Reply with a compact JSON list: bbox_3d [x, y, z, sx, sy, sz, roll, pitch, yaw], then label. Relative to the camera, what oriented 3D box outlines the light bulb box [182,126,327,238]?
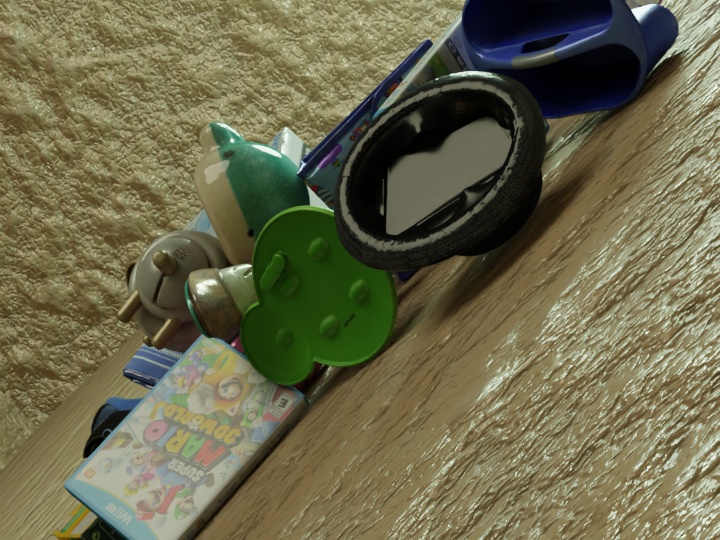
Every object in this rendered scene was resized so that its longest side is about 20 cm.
[{"bbox_3d":[-0.113,-0.024,1.975,0.200,0.125,0.199,-43,18,21],"label":"light bulb box"}]

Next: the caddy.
[{"bbox_3d":[0.177,-0.208,1.525,0.199,0.142,0.105,-6,32,50],"label":"caddy"}]

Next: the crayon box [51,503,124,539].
[{"bbox_3d":[-0.254,0.252,1.850,0.126,0.052,0.200,-47,8,-18],"label":"crayon box"}]

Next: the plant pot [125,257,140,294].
[{"bbox_3d":[-0.171,0.019,2.258,0.199,0.187,0.186,-34,2,-24],"label":"plant pot"}]

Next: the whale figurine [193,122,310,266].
[{"bbox_3d":[-0.109,-0.088,1.774,0.103,0.160,0.200,-22,28,3],"label":"whale figurine"}]

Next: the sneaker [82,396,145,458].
[{"bbox_3d":[-0.254,0.177,1.791,0.078,0.070,0.200,-42,6,-22],"label":"sneaker"}]

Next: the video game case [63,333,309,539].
[{"bbox_3d":[-0.160,0.160,1.599,0.143,0.018,0.200,30,70,36],"label":"video game case"}]

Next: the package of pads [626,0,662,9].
[{"bbox_3d":[0.217,-0.276,1.814,0.076,0.120,0.200,-53,9,-17],"label":"package of pads"}]

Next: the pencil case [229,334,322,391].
[{"bbox_3d":[-0.125,0.121,1.683,0.200,0.094,0.091,-46,8,-9],"label":"pencil case"}]

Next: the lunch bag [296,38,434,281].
[{"bbox_3d":[0.060,-0.117,1.716,0.200,0.151,0.094,-45,8,8],"label":"lunch bag"}]

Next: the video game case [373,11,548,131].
[{"bbox_3d":[0.096,-0.134,1.591,0.018,0.144,0.200,-16,25,40],"label":"video game case"}]

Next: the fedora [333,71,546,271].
[{"bbox_3d":[0.079,-0.066,1.450,0.199,0.092,0.202,-19,52,27],"label":"fedora"}]

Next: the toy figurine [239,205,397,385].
[{"bbox_3d":[-0.001,-0.001,1.608,0.184,0.150,0.200,-36,-13,-51],"label":"toy figurine"}]

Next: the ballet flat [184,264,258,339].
[{"bbox_3d":[-0.123,0.020,1.643,0.067,0.068,0.200,-27,5,1],"label":"ballet flat"}]

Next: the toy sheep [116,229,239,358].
[{"bbox_3d":[-0.179,0.024,1.797,0.138,0.138,0.200,-46,-16,-6],"label":"toy sheep"}]

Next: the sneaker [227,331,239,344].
[{"bbox_3d":[-0.132,0.110,1.845,0.200,0.074,0.118,-38,12,2],"label":"sneaker"}]

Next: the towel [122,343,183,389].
[{"bbox_3d":[-0.173,0.083,2.077,0.200,0.144,0.024,-51,-33,-37],"label":"towel"}]
